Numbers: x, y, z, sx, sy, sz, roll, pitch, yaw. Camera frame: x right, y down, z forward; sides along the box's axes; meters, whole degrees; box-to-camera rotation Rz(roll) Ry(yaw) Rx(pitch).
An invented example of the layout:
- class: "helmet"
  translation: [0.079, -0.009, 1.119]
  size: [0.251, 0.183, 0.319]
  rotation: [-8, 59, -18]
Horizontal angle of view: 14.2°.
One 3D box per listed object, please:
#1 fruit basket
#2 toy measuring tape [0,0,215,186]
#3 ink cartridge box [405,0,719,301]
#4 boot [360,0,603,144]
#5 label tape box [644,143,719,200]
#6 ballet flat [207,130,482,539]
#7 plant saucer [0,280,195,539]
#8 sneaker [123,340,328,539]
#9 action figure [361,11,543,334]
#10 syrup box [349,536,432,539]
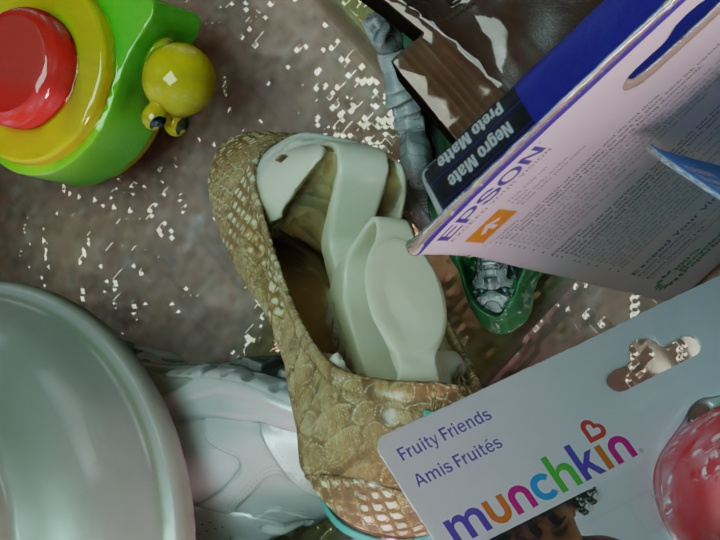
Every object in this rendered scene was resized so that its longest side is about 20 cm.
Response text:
- class: "fruit basket"
  translation: [0.131, 0.091, 0.820]
  size: [0.200, 0.185, 0.094]
  rotation: [59, 150, 15]
- class: "toy measuring tape"
  translation: [-0.131, -0.071, 1.027]
  size: [0.200, 0.074, 0.074]
  rotation: [12, 91, 37]
- class: "ink cartridge box"
  translation: [0.113, -0.074, 0.822]
  size: [0.200, 0.200, 0.041]
  rotation: [-43, 69, 17]
- class: "boot"
  translation: [0.066, -0.152, 0.884]
  size: [0.200, 0.064, 0.187]
  rotation: [-38, 93, 0]
- class: "label tape box"
  translation: [0.194, 0.006, 0.803]
  size: [0.200, 0.144, 0.063]
  rotation: [41, 104, 24]
- class: "ballet flat"
  translation: [0.000, 0.000, 0.909]
  size: [0.200, 0.070, 0.065]
  rotation: [-114, 36, -48]
- class: "plant saucer"
  translation: [-0.145, 0.099, 0.946]
  size: [0.200, 0.050, 0.201]
  rotation: [-8, 75, 33]
- class: "sneaker"
  translation: [-0.050, 0.076, 0.973]
  size: [0.200, 0.078, 0.100]
  rotation: [4, 94, 37]
- class: "action figure"
  translation: [0.041, -0.079, 0.945]
  size: [0.118, 0.055, 0.200]
  rotation: [-7, 87, 24]
- class: "syrup box"
  translation: [-0.015, 0.143, 0.938]
  size: [0.200, 0.079, 0.082]
  rotation: [-29, 74, 22]
